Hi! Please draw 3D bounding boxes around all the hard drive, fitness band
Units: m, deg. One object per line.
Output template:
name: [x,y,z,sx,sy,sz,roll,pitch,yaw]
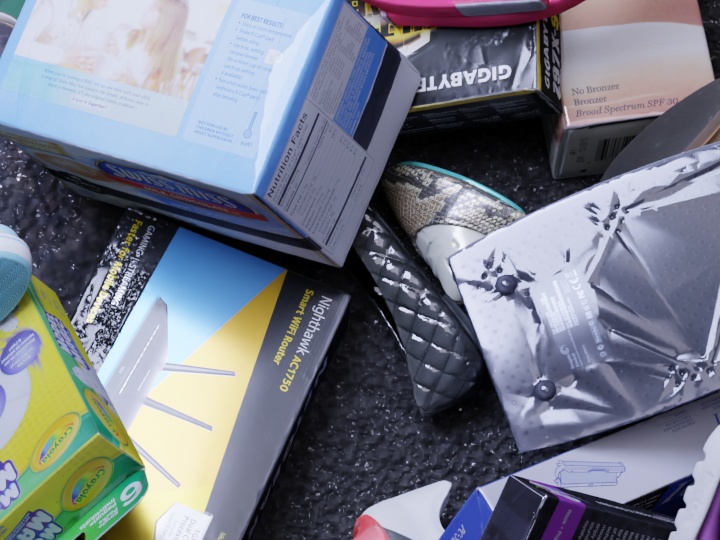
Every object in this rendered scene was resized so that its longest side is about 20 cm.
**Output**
hard drive: [0.163,0.014,1.591,0.200,0.042,0.135,-22,74,6]
fitness band: [0.069,-0.215,1.682,0.200,0.037,0.144,2,72,23]

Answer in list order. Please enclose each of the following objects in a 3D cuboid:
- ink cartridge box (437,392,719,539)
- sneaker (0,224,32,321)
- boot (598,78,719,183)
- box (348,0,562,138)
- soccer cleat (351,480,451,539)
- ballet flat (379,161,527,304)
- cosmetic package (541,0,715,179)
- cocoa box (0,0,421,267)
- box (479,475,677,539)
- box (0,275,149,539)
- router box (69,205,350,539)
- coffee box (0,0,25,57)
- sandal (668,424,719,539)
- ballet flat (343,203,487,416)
ink cartridge box: [0.140,0.129,1.617,0.200,0.094,0.044,-20,68,-30]
sneaker: [-0.278,-0.010,1.655,0.200,0.080,0.131,-26,54,23]
boot: [0.173,-0.024,1.669,0.075,0.074,0.200,39,87,-15]
box: [0.022,-0.162,1.733,0.200,0.049,0.160,-7,70,23]
soccer cleat: [0.069,0.210,1.632,0.085,0.069,0.200,-30,71,-17]
ballet flat: [0.097,-0.001,1.710,0.200,0.068,0.075,22,59,3]
cosmetic package: [0.152,-0.168,1.766,0.103,0.087,0.200,-9,70,-4]
cocoa box: [-0.094,-0.103,1.664,0.200,0.131,0.133,16,79,28]
box: [0.126,0.197,1.560,0.036,0.200,0.143,31,99,47]
box: [-0.196,0.096,1.605,0.117,0.048,0.200,-42,43,7]
router box: [-0.111,0.080,1.678,0.149,0.051,0.200,21,69,6]
coffee box: [-0.261,-0.209,1.747,0.123,0.044,0.200,-38,100,-15]
sandal: [0.200,0.174,1.552,0.082,0.203,0.050,-13,29,-36]
ballet flat: [0.000,0.000,1.708,0.057,0.066,0.200,-39,75,-10]
